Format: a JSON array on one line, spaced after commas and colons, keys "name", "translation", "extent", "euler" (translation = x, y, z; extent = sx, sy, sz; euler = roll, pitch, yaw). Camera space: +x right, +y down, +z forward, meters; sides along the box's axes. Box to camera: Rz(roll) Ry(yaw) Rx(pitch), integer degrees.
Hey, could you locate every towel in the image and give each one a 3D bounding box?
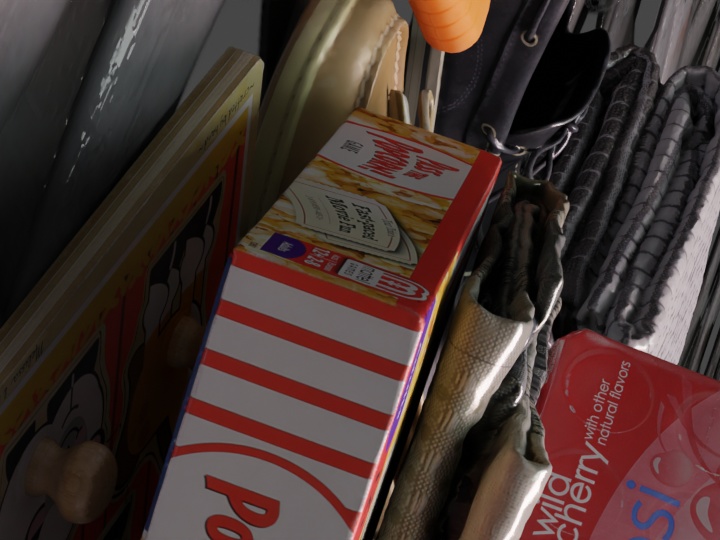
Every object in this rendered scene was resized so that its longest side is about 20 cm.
[{"name": "towel", "translation": [0.099, 0.020, 1.274], "extent": [0.200, 0.085, 0.166], "euler": [-63, 166, -44]}, {"name": "towel", "translation": [0.018, 0.080, 0.740], "extent": [0.193, 0.034, 0.201], "euler": [-59, 168, -77]}]

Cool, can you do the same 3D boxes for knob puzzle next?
[{"name": "knob puzzle", "translation": [-0.063, 0.070, 0.752], "extent": [0.220, 0.030, 0.221], "euler": [17, 90, -78]}]

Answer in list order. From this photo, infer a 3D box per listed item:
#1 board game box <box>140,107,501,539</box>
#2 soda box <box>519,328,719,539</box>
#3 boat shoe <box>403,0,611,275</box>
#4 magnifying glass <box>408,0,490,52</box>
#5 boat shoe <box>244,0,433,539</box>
[{"name": "board game box", "translation": [-0.017, 0.051, 0.703], "extent": [0.200, 0.046, 0.152], "euler": [-60, 169, -76]}, {"name": "soda box", "translation": [0.052, 0.119, 0.763], "extent": [0.063, 0.070, 0.201], "euler": [113, -3, -60]}, {"name": "boat shoe", "translation": [0.052, -0.064, 1.001], "extent": [0.200, 0.062, 0.075], "euler": [94, 16, -51]}, {"name": "magnifying glass", "translation": [0.004, -0.118, 0.739], "extent": [0.200, 0.022, 0.080], "euler": [65, 38, -60]}, {"name": "boat shoe", "translation": [0.000, 0.000, 0.853], "extent": [0.073, 0.062, 0.201], "euler": [-59, 161, -45]}]
